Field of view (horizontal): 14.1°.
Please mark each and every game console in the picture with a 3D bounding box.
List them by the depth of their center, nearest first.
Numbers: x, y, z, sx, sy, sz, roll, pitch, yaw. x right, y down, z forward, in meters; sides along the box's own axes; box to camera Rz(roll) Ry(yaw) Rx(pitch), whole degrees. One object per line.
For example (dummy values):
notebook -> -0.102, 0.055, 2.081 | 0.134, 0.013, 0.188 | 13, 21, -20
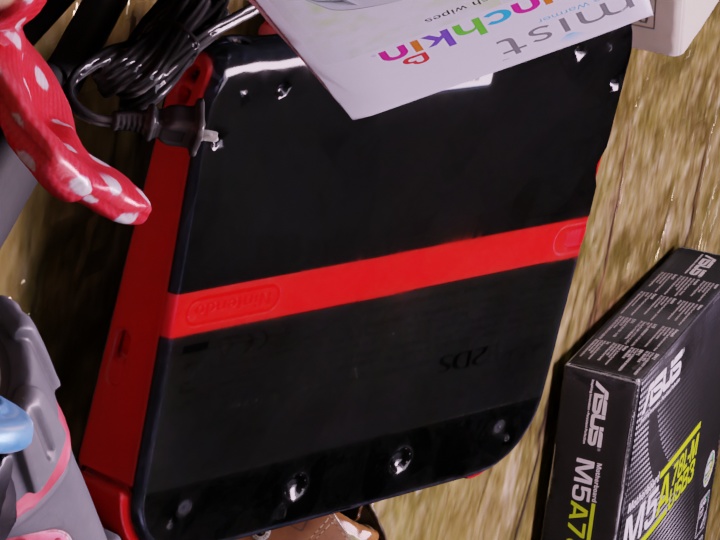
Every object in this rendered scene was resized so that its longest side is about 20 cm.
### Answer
game console -> 0.000, 0.000, 0.939 | 0.200, 0.031, 0.177 | -11, 121, -44

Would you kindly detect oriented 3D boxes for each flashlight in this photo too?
flashlight -> -0.103, 0.081, 0.834 | 0.200, 0.068, 0.068 | 80, -5, -56

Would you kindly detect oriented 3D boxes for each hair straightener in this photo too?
hair straightener -> -0.073, -0.047, 0.806 | 0.200, 0.077, 0.041 | -55, 165, -50

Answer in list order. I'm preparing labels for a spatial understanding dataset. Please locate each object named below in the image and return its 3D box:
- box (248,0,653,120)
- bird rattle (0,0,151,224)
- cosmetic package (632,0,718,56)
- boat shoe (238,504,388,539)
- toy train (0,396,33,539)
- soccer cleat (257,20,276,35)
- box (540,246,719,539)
box -> -0.009, -0.165, 0.747 | 0.176, 0.097, 0.200 | 44, 29, -67
bird rattle -> -0.090, -0.108, 0.686 | 0.200, 0.113, 0.163 | 69, 18, -57
cosmetic package -> 0.091, -0.192, 1.109 | 0.073, 0.103, 0.200 | -52, 150, -49
boat shoe -> -0.027, 0.091, 1.029 | 0.072, 0.068, 0.200 | 17, 88, -72
toy train -> -0.150, 0.048, 0.603 | 0.200, 0.114, 0.087 | -5, 111, -69
soccer cleat -> -0.018, -0.057, 0.984 | 0.200, 0.076, 0.067 | -47, 177, -25
box -> 0.146, 0.108, 1.539 | 0.200, 0.047, 0.193 | -37, 139, -61
